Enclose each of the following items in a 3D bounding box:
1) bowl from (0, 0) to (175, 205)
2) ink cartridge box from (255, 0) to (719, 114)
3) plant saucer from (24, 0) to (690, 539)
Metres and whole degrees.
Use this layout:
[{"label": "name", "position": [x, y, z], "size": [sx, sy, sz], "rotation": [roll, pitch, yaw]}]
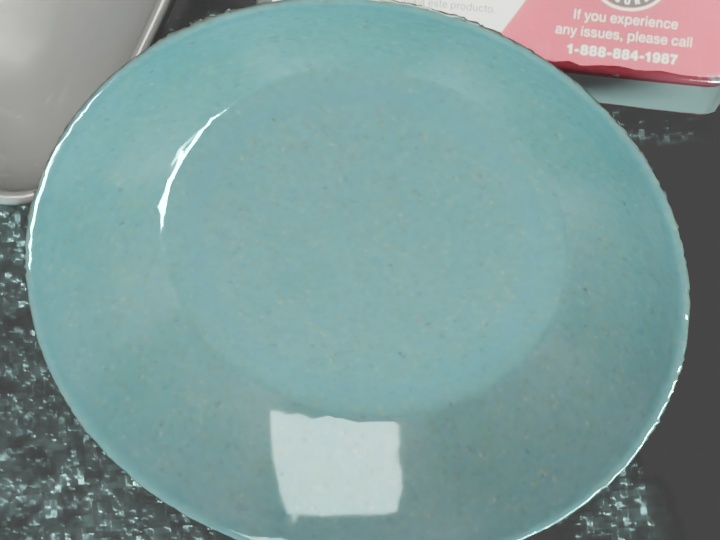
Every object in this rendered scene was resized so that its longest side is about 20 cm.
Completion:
[{"label": "bowl", "position": [-0.137, -0.135, 0.804], "size": [0.198, 0.075, 0.201], "rotation": [22, 90, 6]}, {"label": "ink cartridge box", "position": [0.053, -0.158, 0.783], "size": [0.144, 0.083, 0.202], "rotation": [7, 88, 6]}, {"label": "plant saucer", "position": [0.000, 0.000, 0.771], "size": [0.199, 0.039, 0.202], "rotation": [4, 123, 6]}]
